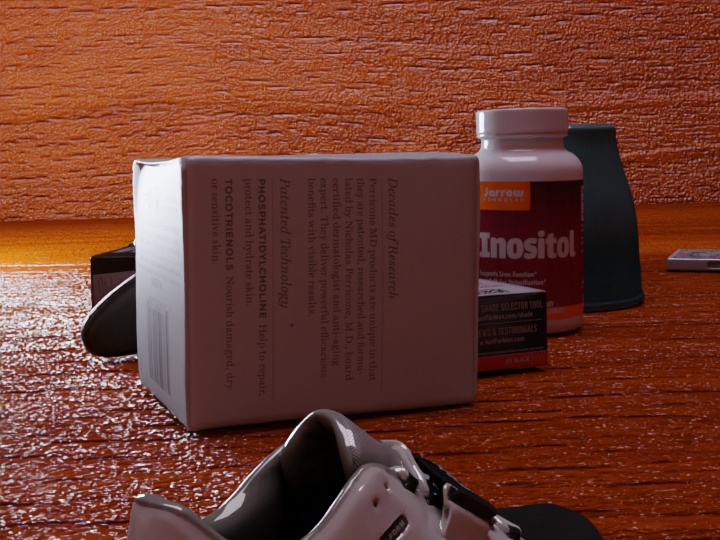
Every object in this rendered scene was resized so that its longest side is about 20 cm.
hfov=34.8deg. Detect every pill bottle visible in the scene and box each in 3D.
[{"bbox_3d":[0.149,-0.047,1.060,0.112,0.202,0.113,-2,6,0],"label":"pill bottle"}]

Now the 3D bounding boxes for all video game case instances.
[{"bbox_3d":[0.522,-0.014,1.548,0.198,0.018,0.143,1,6,21],"label":"video game case"}]

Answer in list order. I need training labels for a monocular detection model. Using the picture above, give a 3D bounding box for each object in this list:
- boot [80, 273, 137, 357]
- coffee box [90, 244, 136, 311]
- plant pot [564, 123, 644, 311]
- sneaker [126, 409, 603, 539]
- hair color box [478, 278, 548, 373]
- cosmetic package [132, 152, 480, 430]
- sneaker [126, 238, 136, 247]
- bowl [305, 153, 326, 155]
[{"bbox_3d":[-0.131,0.033,0.946,0.199,0.075,0.097,-22,26,-12],"label":"boot"},{"bbox_3d":[-0.143,0.019,1.090,0.198,0.081,0.114,0,6,9],"label":"coffee box"},{"bbox_3d":[0.209,-0.065,1.245,0.198,0.190,0.200,0,8,0],"label":"plant pot"},{"bbox_3d":[0.013,0.087,0.368,0.199,0.089,0.074,-5,5,-43],"label":"sneaker"},{"bbox_3d":[0.059,0.039,0.938,0.101,0.062,0.200,-4,5,-21],"label":"hair color box"},{"bbox_3d":[-0.042,0.004,0.787,0.198,0.168,0.167,-3,6,-22],"label":"cosmetic package"},{"bbox_3d":[-0.199,-0.009,1.363,0.198,0.084,0.072,1,7,22],"label":"sneaker"},{"bbox_3d":[-0.061,-0.094,1.578,0.198,0.109,0.201,-11,-28,-6],"label":"bowl"}]
